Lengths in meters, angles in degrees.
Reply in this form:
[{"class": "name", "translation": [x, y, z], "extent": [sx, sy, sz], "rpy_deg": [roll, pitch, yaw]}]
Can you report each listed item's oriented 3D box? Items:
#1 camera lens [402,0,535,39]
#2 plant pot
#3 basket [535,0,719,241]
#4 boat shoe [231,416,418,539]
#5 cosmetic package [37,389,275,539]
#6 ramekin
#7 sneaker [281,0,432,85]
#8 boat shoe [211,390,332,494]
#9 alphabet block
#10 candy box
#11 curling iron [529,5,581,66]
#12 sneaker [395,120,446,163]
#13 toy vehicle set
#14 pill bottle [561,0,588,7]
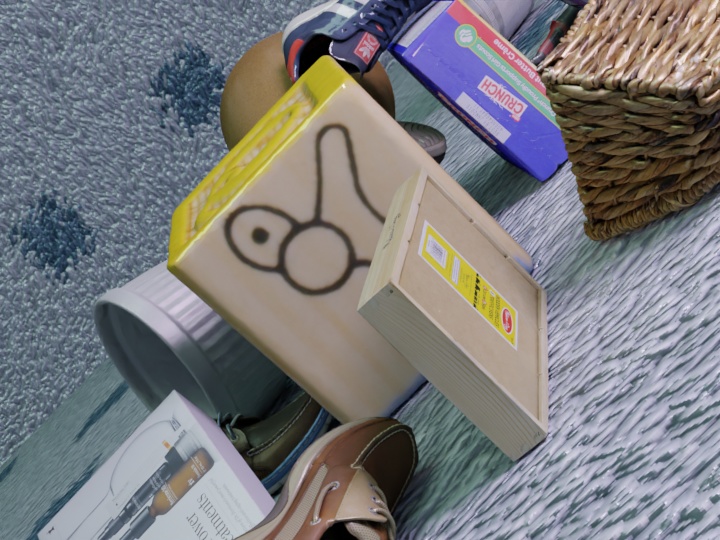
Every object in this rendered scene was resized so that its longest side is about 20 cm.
[{"class": "camera lens", "translation": [0.153, -0.385, 1.860], "extent": [0.200, 0.160, 0.160], "rpy_deg": [-52, 12, -31]}, {"class": "plant pot", "translation": [-0.045, -0.123, 1.249], "extent": [0.186, 0.186, 0.200], "rpy_deg": [-43, 23, 14]}, {"class": "basket", "translation": [0.231, -0.124, 0.823], "extent": [0.142, 0.149, 0.200], "rpy_deg": [12, 51, 38]}, {"class": "boat shoe", "translation": [-0.014, 0.157, 0.724], "extent": [0.074, 0.076, 0.200], "rpy_deg": [-1, 28, 35]}, {"class": "cosmetic package", "translation": [-0.133, 0.192, 0.877], "extent": [0.151, 0.052, 0.200], "rpy_deg": [-48, 36, -2]}, {"class": "ramekin", "translation": [-0.162, 0.079, 1.261], "extent": [0.105, 0.200, 0.200], "rpy_deg": [-40, 7, -26]}, {"class": "sneaker", "translation": [0.012, -0.225, 1.150], "extent": [0.200, 0.075, 0.085], "rpy_deg": [-33, 39, 28]}, {"class": "boat shoe", "translation": [-0.106, 0.158, 1.046], "extent": [0.200, 0.072, 0.072], "rpy_deg": [-44, 10, 12]}, {"class": "alphabet block", "translation": [-0.015, -0.026, 0.990], "extent": [0.195, 0.200, 0.196], "rpy_deg": [-45, 15, 4]}, {"class": "candy box", "translation": [0.114, -0.171, 1.168], "extent": [0.077, 0.169, 0.200], "rpy_deg": [-47, 10, 7]}, {"class": "curling iron", "translation": [0.232, -0.285, 1.531], "extent": [0.050, 0.026, 0.200], "rpy_deg": [-31, 17, 45]}, {"class": "sneaker", "translation": [-0.014, -0.060, 1.134], "extent": [0.199, 0.107, 0.075], "rpy_deg": [-17, 35, -4]}, {"class": "toy vehicle set", "translation": [0.063, 0.018, 0.768], "extent": [0.027, 0.124, 0.200], "rpy_deg": [-41, 11, 21]}, {"class": "pill bottle", "translation": [0.264, -0.355, 1.435], "extent": [0.112, 0.112, 0.200], "rpy_deg": [-45, 10, 7]}]
